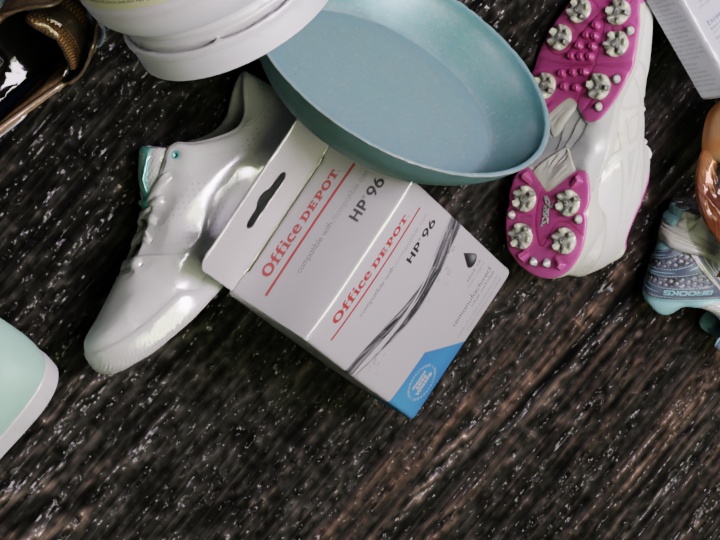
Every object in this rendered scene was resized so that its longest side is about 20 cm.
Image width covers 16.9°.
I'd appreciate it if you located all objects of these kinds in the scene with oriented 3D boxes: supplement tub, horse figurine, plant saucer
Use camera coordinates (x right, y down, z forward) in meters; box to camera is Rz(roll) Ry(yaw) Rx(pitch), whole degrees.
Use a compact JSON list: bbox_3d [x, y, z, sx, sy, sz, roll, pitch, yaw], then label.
[{"bbox_3d":[-0.107,-0.215,1.269,0.145,0.145,0.200,-38,123,-14],"label":"supplement tub"},{"bbox_3d":[0.275,-0.093,1.581,0.132,0.050,0.200,41,70,-9],"label":"horse figurine"},{"bbox_3d":[0.016,-0.113,1.422,0.199,0.200,0.036,10,131,-30],"label":"plant saucer"}]

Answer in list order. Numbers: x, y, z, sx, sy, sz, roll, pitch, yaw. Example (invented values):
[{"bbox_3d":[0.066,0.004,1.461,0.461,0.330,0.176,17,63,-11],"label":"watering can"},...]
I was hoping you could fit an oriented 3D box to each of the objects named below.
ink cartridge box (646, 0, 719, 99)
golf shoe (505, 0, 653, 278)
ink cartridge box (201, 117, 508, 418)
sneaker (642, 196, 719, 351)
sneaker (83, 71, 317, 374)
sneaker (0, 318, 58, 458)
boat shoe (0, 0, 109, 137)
[{"bbox_3d":[0.241,-0.244,1.543,0.199,0.041,0.200,-39,109,-28],"label":"ink cartridge box"},{"bbox_3d":[0.153,-0.092,1.562,0.091,0.075,0.201,7,101,-50],"label":"golf shoe"},{"bbox_3d":[0.000,0.000,1.451,0.116,0.068,0.200,-57,148,-3],"label":"ink cartridge box"},{"bbox_3d":[0.276,0.018,1.658,0.200,0.078,0.087,21,104,-24],"label":"sneaker"},{"bbox_3d":[-0.109,-0.031,1.439,0.088,0.075,0.200,45,75,-18],"label":"sneaker"},{"bbox_3d":[-0.273,0.098,1.374,0.118,0.074,0.201,46,71,-37],"label":"sneaker"},{"bbox_3d":[-0.173,-0.139,1.362,0.072,0.072,0.200,40,84,-31],"label":"boat shoe"}]
